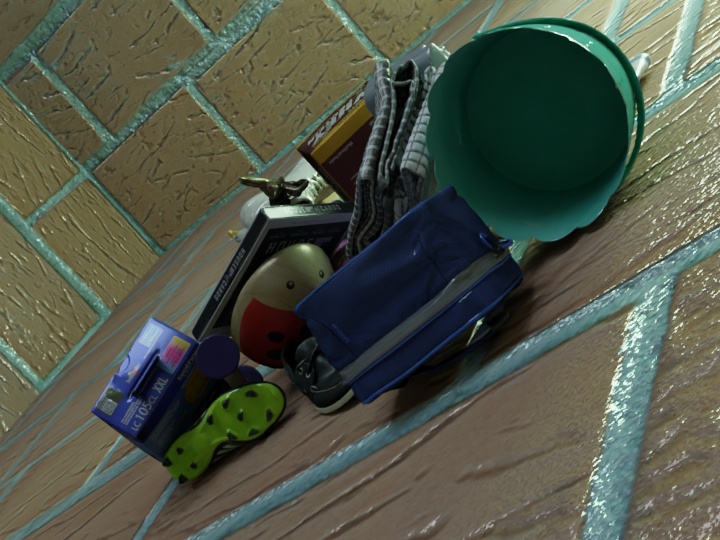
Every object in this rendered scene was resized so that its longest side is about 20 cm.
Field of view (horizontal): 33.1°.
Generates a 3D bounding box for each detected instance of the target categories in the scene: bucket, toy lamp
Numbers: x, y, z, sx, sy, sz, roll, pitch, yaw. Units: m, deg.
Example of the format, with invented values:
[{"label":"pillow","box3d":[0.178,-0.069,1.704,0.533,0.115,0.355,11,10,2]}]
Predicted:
[{"label":"bucket","box3d":[0.171,-0.143,1.165,0.207,0.208,0.135,-37,5,27]},{"label":"toy lamp","box3d":[-0.151,0.128,1.449,0.058,0.058,0.200,-44,-15,-8]}]

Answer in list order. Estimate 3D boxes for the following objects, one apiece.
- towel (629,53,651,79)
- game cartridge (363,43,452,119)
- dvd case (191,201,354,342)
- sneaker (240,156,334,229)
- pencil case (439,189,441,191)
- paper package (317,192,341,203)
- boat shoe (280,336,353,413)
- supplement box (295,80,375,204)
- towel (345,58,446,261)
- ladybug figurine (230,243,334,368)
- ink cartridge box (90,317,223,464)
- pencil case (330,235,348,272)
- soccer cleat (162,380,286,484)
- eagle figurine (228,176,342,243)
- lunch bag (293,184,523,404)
[{"label":"towel","box3d":[0.256,-0.168,1.399,0.147,0.024,0.200,-29,20,43]},{"label":"game cartridge","box3d":[0.105,-0.159,1.335,0.133,0.199,0.041,-22,40,51]},{"label":"dvd case","box3d":[-0.101,0.001,1.438,0.150,0.025,0.200,-8,-39,-46]},{"label":"sneaker","box3d":[-0.070,-0.111,1.725,0.200,0.074,0.115,-39,23,-10]},{"label":"pencil case","box3d":[0.055,-0.015,1.381,0.200,0.084,0.085,-44,0,-15]},{"label":"paper package","box3d":[-0.093,-0.018,1.829,0.190,0.104,0.200,-36,13,23]},{"label":"boat shoe","box3d":[-0.044,0.102,1.319,0.075,0.066,0.199,-46,11,-6]},{"label":"supplement box","box3d":[0.038,-0.125,1.536,0.133,0.197,0.200,-43,12,-1]},{"label":"towel","box3d":[0.038,-0.104,1.265,0.201,0.085,0.166,92,-167,-58]},{"label":"ladybug figurine","box3d":[-0.084,0.052,1.430,0.135,0.072,0.201,-23,-30,-26]},{"label":"ink cartridge box","box3d":[-0.239,0.150,1.469,0.137,0.076,0.200,-59,-24,-15]},{"label":"pencil case","box3d":[0.000,0.000,1.510,0.087,0.088,0.200,-43,12,-3]},{"label":"soccer cleat","box3d":[-0.156,0.180,1.430,0.200,0.068,0.081,-38,3,29]},{"label":"eagle figurine","box3d":[-0.115,-0.022,1.581,0.151,0.202,0.151,1,6,-28]},{"label":"lunch bag","box3d":[0.057,0.025,1.111,0.200,0.133,0.136,-39,-3,25]}]
